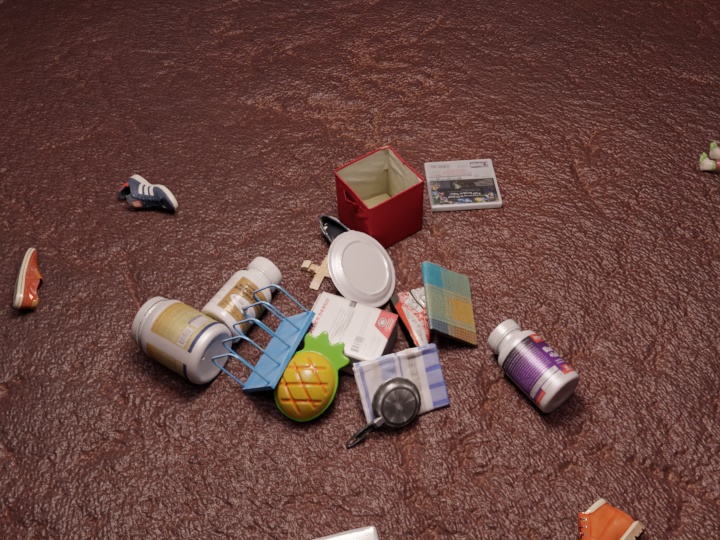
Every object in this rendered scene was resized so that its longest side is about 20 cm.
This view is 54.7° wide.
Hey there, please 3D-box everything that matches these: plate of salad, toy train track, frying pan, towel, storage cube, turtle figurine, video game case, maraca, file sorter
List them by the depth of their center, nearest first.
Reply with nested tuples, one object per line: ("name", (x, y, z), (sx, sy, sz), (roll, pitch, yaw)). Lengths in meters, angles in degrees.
("frying pan", (0.045, 0.298, 1.487), (0.187, 0.117, 0.031), (-18, 12, -14))
("towel", (0.090, 0.251, 1.522), (0.197, 0.024, 0.150), (-14, 92, -10))
("maraca", (-0.108, 0.232, 1.528), (0.136, 0.107, 0.202), (31, 83, 6))
("file sorter", (-0.221, 0.151, 1.557), (0.122, 0.138, 0.202), (40, 59, -21))
("towel", (0.211, 0.078, 1.669), (0.145, 0.022, 0.202), (20, 47, -25))
("plate of salad", (0.000, 0.000, 1.715), (0.198, 0.048, 0.203), (17, 59, -29))
("toy train track", (-0.059, 0.007, 1.774), (0.197, 0.033, 0.116), (17, 54, 14))
("storage cube", (0.048, -0.183, 1.830), (0.198, 0.181, 0.171), (-29, 55, -19))
("turtle figurine", (1.043, -0.323, 1.906), (0.192, 0.199, 0.146), (20, 84, 46))
("video game case", (0.287, -0.242, 1.970), (0.196, 0.024, 0.184), (-3, 50, -1))

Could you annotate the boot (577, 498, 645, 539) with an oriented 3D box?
("boot", (0.438, 0.519, 1.317), (0.199, 0.076, 0.107), (-30, 52, -31))

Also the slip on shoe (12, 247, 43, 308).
("slip on shoe", (-0.845, 0.022, 1.783), (0.060, 0.074, 0.202), (15, 36, -31))

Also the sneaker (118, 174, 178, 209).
("sneaker", (-0.595, -0.198, 1.942), (0.198, 0.076, 0.085), (22, 53, 31))

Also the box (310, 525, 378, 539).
("box", (-0.046, 0.576, 1.203), (0.196, 0.201, 0.173), (-10, 51, -6))

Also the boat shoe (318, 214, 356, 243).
("boat shoe", (-0.039, -0.075, 1.803), (0.075, 0.062, 0.201), (-41, 61, 3))

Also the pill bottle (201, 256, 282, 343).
("pill bottle", (-0.281, 0.066, 1.683), (0.113, 0.115, 0.201), (24, 56, 21))

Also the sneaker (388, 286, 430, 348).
("sneaker", (0.151, 0.123, 1.649), (0.106, 0.068, 0.203), (-19, 50, -10))

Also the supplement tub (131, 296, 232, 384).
("supplement tub", (-0.410, 0.155, 1.596), (0.198, 0.146, 0.145), (25, 56, 21))

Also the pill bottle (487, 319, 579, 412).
("pill bottle", (0.377, 0.205, 1.543), (0.110, 0.112, 0.200), (-30, 56, -20))

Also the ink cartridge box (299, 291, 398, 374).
("ink cartridge box", (-0.027, 0.153, 1.621), (0.197, 0.084, 0.148), (17, 53, 15))
